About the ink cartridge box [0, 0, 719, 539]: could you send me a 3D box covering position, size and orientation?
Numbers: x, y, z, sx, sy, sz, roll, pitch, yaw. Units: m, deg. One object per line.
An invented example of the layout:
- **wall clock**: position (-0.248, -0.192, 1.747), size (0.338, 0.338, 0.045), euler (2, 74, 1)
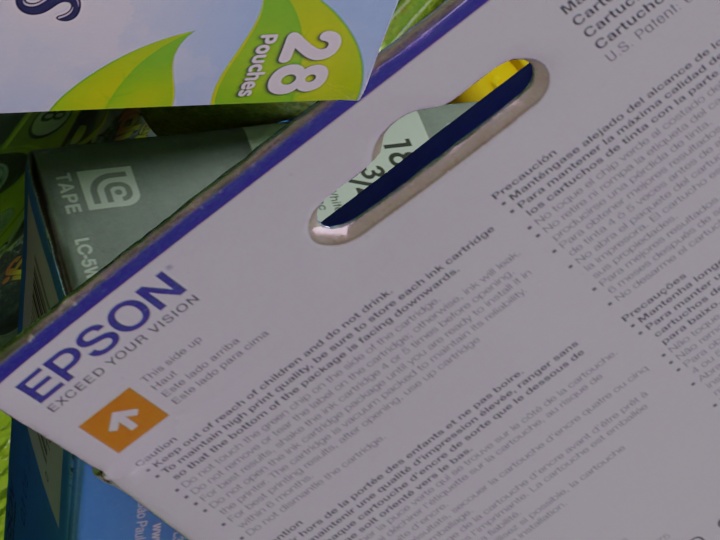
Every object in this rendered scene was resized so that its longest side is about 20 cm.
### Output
- **ink cartridge box**: position (0.048, 0.001, 0.587), size (0.199, 0.041, 0.200), euler (-37, 134, 13)

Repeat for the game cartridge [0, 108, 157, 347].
- **game cartridge**: position (-0.097, -0.026, 0.659), size (0.200, 0.041, 0.133), euler (-54, 163, 24)

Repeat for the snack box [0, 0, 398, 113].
- **snack box**: position (-0.058, -0.110, 0.417), size (0.168, 0.068, 0.200), euler (-3, 144, -22)

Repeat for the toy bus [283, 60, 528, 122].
- **toy bus**: position (0.000, 0.000, 0.774), size (0.192, 0.136, 0.200), euler (-11, 144, -49)

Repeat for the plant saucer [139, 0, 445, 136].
- **plant saucer**: position (0.017, -0.132, 0.594), size (0.200, 0.048, 0.200), euler (-49, 157, -14)

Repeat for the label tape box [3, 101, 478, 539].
- **label tape box**: position (0.018, 0.032, 0.682), size (0.199, 0.063, 0.145), euler (-7, 137, -17)
